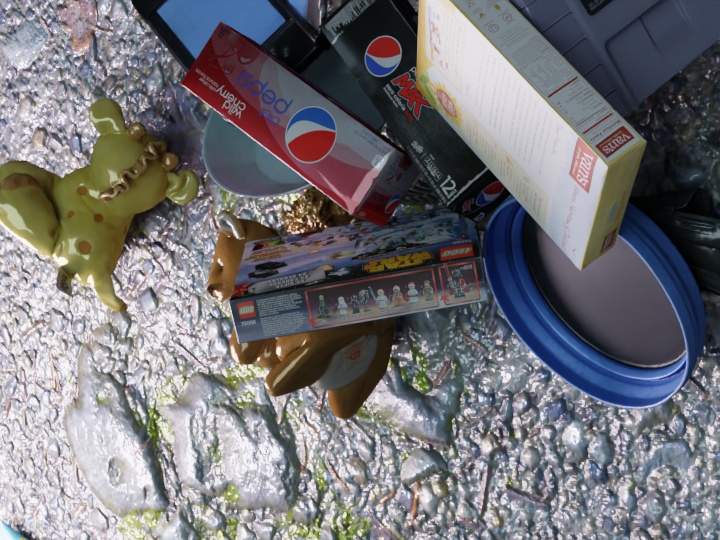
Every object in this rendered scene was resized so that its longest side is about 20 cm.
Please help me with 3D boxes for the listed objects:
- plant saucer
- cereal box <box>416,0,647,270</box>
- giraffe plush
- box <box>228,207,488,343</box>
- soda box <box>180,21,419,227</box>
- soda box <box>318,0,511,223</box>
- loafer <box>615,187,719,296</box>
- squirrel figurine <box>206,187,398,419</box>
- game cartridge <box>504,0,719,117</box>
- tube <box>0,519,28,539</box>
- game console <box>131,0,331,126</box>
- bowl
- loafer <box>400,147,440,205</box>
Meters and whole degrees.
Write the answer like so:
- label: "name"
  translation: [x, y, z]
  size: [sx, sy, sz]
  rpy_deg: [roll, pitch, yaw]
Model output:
- label: "plant saucer"
  translation: [-0.045, -0.134, 1.308]
  size: [0.199, 0.039, 0.203]
  rpy_deg: [-18, 47, 21]
- label: "cereal box"
  translation: [0.113, -0.111, 1.044]
  size: [0.200, 0.039, 0.144]
  rpy_deg: [50, 163, 21]
- label: "giraffe plush"
  translation: [-0.255, -0.079, 1.460]
  size: [0.163, 0.172, 0.200]
  rpy_deg: [-50, 37, 7]
- label: "box"
  translation: [0.000, 0.000, 1.189]
  size: [0.197, 0.137, 0.040]
  rpy_deg: [-10, 109, 6]
- label: "soda box"
  translation: [-0.048, -0.119, 1.202]
  size: [0.199, 0.070, 0.064]
  rpy_deg: [38, 98, 23]
- label: "soda box"
  translation: [0.052, -0.137, 1.188]
  size: [0.063, 0.071, 0.201]
  rpy_deg: [-40, 66, 17]
- label: "loafer"
  translation: [0.247, -0.032, 1.152]
  size: [0.199, 0.068, 0.071]
  rpy_deg: [26, 92, 35]
- label: "squirrel figurine"
  translation: [-0.048, 0.003, 1.348]
  size: [0.201, 0.141, 0.187]
  rpy_deg: [-52, 57, 15]
- label: "game cartridge"
  translation: [0.198, -0.200, 1.057]
  size: [0.130, 0.199, 0.038]
  rpy_deg: [59, 155, -15]
- label: "tube"
  translation: [-0.353, 0.352, 1.672]
  size: [0.199, 0.050, 0.078]
  rpy_deg: [21, 103, 37]
- label: "game console"
  translation: [-0.120, -0.263, 1.304]
  size: [0.176, 0.116, 0.200]
  rpy_deg: [-42, 61, 5]
- label: "bowl"
  translation: [0.184, 0.017, 1.165]
  size: [0.200, 0.039, 0.202]
  rpy_deg: [35, 148, 26]
- label: "loafer"
  translation: [0.090, -0.116, 1.250]
  size: [0.199, 0.075, 0.070]
  rpy_deg: [-26, 68, 27]
